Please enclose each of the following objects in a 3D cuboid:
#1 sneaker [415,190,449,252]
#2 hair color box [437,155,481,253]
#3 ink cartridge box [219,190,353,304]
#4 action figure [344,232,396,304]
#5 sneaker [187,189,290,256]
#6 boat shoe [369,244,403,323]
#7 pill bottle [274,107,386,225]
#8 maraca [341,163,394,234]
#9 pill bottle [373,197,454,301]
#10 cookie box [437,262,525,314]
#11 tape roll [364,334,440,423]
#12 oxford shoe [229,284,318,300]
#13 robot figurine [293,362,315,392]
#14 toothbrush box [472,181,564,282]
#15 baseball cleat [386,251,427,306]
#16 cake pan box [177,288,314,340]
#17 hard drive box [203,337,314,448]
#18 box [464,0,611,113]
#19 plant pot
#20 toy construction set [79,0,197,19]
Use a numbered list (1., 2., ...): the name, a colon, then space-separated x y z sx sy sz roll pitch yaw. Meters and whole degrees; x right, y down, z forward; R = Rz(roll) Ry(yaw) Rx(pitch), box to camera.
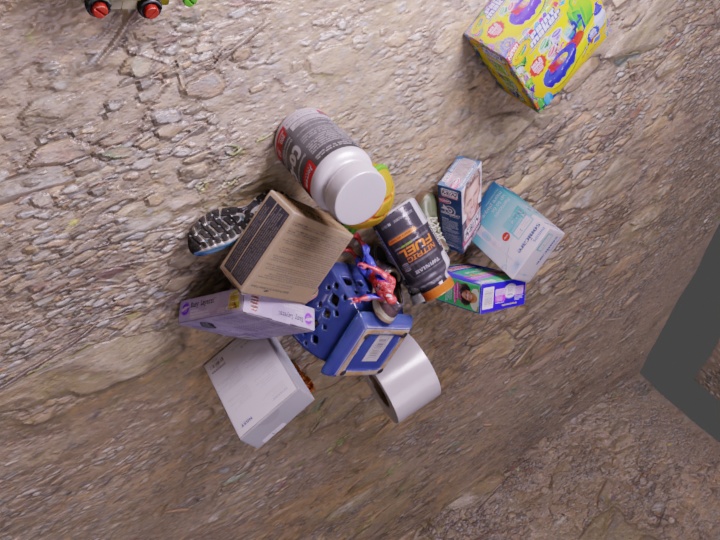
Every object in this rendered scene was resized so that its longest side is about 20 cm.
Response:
1. sneaker: 0.161 -0.068 1.283 0.066 0.089 0.204 -9 111 -41
2. hair color box: 0.226 -0.144 1.314 0.100 0.060 0.201 -54 150 -28
3. ink cartridge box: -0.125 -0.034 1.032 0.166 0.075 0.199 -53 153 11
4. action figure: 0.000 0.000 1.170 0.098 0.200 0.066 1 127 -39
5. sneaker: -0.205 -0.064 1.031 0.198 0.079 0.091 -23 143 -22
6. boat shoe: 0.057 0.017 1.238 0.071 0.202 0.065 31 126 -33
7. pill bottle: -0.051 -0.170 0.955 0.113 0.200 0.115 -23 140 -21
8. maraca: 0.009 -0.134 1.130 0.137 0.107 0.200 -46 168 -10
9. pill bottle: 0.115 -0.038 1.206 0.105 0.202 0.106 -31 -176 2
10. cookie box: 0.278 0.039 1.448 0.169 0.199 0.077 -7 105 -37
11. tape roll: 0.100 0.276 1.533 0.138 0.203 0.204 -31 142 -13
12. oxford shoe: -0.159 0.024 1.165 0.198 0.071 0.075 0 122 -43
13. robot figurine: -0.211 0.315 1.415 0.199 0.058 0.145 -38 142 -5
14. toothbrush box: 0.358 -0.091 1.394 0.085 0.201 0.147 9 122 -45
15. baseball cleat: 0.122 0.016 1.370 0.069 0.108 0.200 -25 145 18
16. cake pan box: -0.211 0.089 1.113 0.182 0.053 0.199 -10 159 37
17. hard drive box: -0.214 0.233 1.215 0.155 0.201 0.077 -39 143 0
18. box: 0.331 -0.443 1.086 0.201 0.122 0.192 -49 141 11
19. plant pot: -0.012 0.118 1.292 0.198 0.180 0.201 8 124 -43
20. toy construction set: -0.265 -0.361 0.667 0.197 0.093 0.131 0 153 -31
